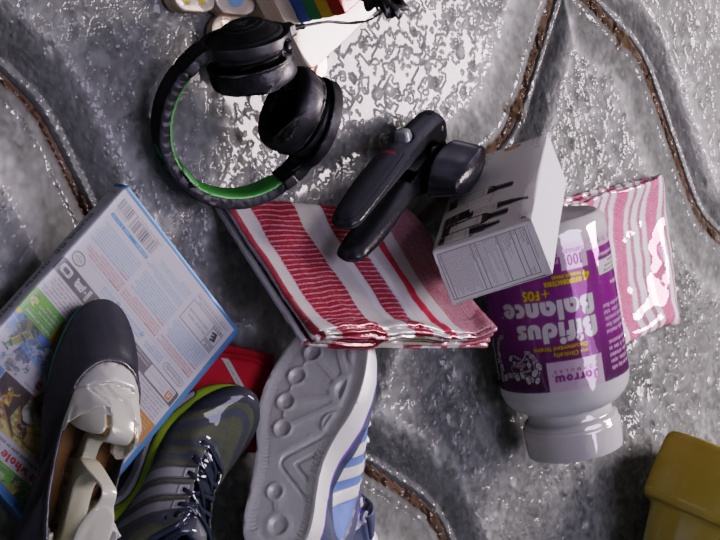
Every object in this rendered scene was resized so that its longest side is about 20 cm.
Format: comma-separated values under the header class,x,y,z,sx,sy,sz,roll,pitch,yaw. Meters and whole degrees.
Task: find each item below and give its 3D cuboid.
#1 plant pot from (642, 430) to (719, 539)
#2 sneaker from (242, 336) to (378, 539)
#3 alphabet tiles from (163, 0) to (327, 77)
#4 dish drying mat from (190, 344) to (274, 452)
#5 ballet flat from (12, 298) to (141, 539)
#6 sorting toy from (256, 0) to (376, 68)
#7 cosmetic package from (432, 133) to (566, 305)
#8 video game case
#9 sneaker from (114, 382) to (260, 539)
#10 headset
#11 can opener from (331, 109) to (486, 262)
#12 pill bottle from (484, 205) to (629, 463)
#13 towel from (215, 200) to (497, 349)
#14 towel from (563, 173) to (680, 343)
class,x,y,z,sx,sy,sz,roll,pitch,yaw
plant pot,0.334,0.272,1.625,0.200,0.200,0.190,30,82,-41
sneaker,-0.025,0.150,1.326,0.147,0.080,0.202,61,40,-59
alphabet tiles,-0.069,-0.236,1.333,0.199,0.015,0.198,-2,91,-47
dish drying mat,-0.137,0.083,1.251,0.199,0.018,0.078,13,82,-46
ballet flat,-0.171,0.120,1.140,0.073,0.073,0.202,19,84,-44
sorting toy,-0.015,-0.287,1.332,0.199,0.069,0.201,-47,119,-38
cosmetic package,0.112,-0.045,1.403,0.200,0.082,0.051,-69,140,-66
video game case,-0.181,0.063,1.180,0.200,0.018,0.143,-51,125,-23
sneaker,-0.123,0.162,1.210,0.201,0.081,0.074,-55,132,-24
headset,-0.053,-0.127,1.254,0.200,0.094,0.124,-45,121,-4
can opener,0.028,-0.069,1.368,0.200,0.078,0.064,-41,122,-53
pill bottle,0.165,0.054,1.499,0.112,0.112,0.202,-20,102,-44
towel,0.000,0.000,1.331,0.199,0.023,0.144,2,43,-46
towel,0.230,-0.002,1.628,0.199,0.030,0.148,-16,101,-46
